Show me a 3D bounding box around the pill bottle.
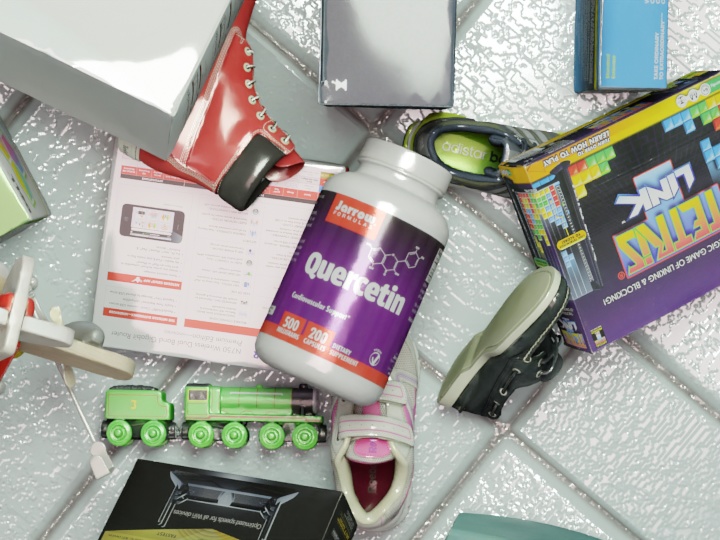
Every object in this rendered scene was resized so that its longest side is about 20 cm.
[{"bbox_3d":[0.000,0.000,1.483,0.112,0.112,0.201,23,85,-1],"label":"pill bottle"}]

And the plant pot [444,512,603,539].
[{"bbox_3d":[0.153,0.288,1.537,0.199,0.141,0.142,21,95,6],"label":"plant pot"}]

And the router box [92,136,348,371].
[{"bbox_3d":[-0.120,-0.014,1.559,0.198,0.049,0.181,9,95,0],"label":"router box"}]

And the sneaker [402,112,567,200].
[{"bbox_3d":[0.134,-0.086,1.532,0.198,0.081,0.075,7,95,-2],"label":"sneaker"}]

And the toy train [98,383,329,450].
[{"bbox_3d":[-0.125,0.125,1.577,0.198,0.042,0.057,1,84,1],"label":"toy train"}]

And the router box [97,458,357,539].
[{"bbox_3d":[-0.121,0.243,1.501,0.199,0.052,0.158,6,51,25],"label":"router box"}]

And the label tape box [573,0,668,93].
[{"bbox_3d":[0.211,-0.214,1.461,0.063,0.200,0.146,1,95,1],"label":"label tape box"}]

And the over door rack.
[{"bbox_3d":[-0.306,0.118,1.556,0.147,0.067,0.201,-26,73,3],"label":"over door rack"}]

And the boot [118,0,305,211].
[{"bbox_3d":[-0.091,-0.153,1.515,0.143,0.072,0.201,25,77,7],"label":"boot"}]

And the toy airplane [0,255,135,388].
[{"bbox_3d":[-0.298,0.042,1.442,0.197,0.201,0.142,-10,51,11],"label":"toy airplane"}]

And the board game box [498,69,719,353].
[{"bbox_3d":[0.232,-0.050,1.506,0.199,0.057,0.166,-26,102,-17],"label":"board game box"}]

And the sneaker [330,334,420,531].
[{"bbox_3d":[0.014,0.128,1.549,0.081,0.088,0.202,-4,94,1],"label":"sneaker"}]

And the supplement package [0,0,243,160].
[{"bbox_3d":[-0.188,-0.226,1.412,0.190,0.147,0.201,26,77,-3],"label":"supplement package"}]

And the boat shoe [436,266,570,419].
[{"bbox_3d":[0.132,0.068,1.508,0.066,0.075,0.200,30,136,-7],"label":"boat shoe"}]

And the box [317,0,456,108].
[{"bbox_3d":[0.022,-0.204,1.466,0.106,0.200,0.150,2,95,1],"label":"box"}]

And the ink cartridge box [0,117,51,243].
[{"bbox_3d":[-0.308,-0.074,1.481,0.059,0.200,0.104,-29,94,-1],"label":"ink cartridge box"}]
